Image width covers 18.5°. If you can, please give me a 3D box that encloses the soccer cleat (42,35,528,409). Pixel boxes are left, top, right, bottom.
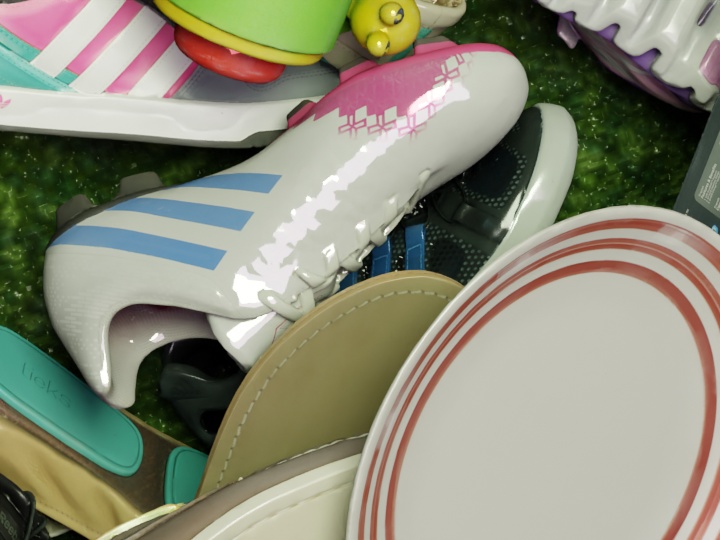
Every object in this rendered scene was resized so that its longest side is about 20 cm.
[{"bbox_3d":[-0.022,-0.012,0.813,0.200,0.086,0.070,-25,152,11],"label":"soccer cleat"}]

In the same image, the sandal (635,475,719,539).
[{"bbox_3d":[0.139,0.103,0.877,0.200,0.076,0.043,-39,81,1],"label":"sandal"}]

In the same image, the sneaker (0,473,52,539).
[{"bbox_3d":[-0.141,0.128,0.845,0.200,0.091,0.076,39,44,-9],"label":"sneaker"}]

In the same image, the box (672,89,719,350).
[{"bbox_3d":[0.206,-0.070,0.841,0.159,0.046,0.200,-7,126,-40],"label":"box"}]

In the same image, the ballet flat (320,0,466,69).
[{"bbox_3d":[-0.009,-0.174,0.828,0.069,0.069,0.200,-18,89,-10],"label":"ballet flat"}]

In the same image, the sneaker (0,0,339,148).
[{"bbox_3d":[-0.083,-0.116,0.841,0.200,0.084,0.121,2,110,-14],"label":"sneaker"}]

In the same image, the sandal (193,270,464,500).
[{"bbox_3d":[-0.028,0.074,0.834,0.078,0.070,0.212,23,110,-16],"label":"sandal"}]

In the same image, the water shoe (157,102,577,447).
[{"bbox_3d":[0.000,0.000,0.868,0.079,0.072,0.200,39,105,-18],"label":"water shoe"}]

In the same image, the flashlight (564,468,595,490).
[{"bbox_3d":[0.129,0.039,0.892,0.200,0.068,0.068,-19,107,-36],"label":"flashlight"}]

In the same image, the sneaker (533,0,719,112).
[{"bbox_3d":[0.097,-0.123,0.883,0.200,0.088,0.081,36,83,-9],"label":"sneaker"}]

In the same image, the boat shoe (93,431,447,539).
[{"bbox_3d":[-0.062,0.112,0.768,0.200,0.060,0.072,-33,126,-12],"label":"boat shoe"}]

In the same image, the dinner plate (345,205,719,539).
[{"bbox_3d":[0.071,0.070,0.786,0.200,0.024,0.200,-15,118,-31],"label":"dinner plate"}]

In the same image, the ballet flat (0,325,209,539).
[{"bbox_3d":[-0.096,0.093,0.896,0.200,0.069,0.063,37,118,-16],"label":"ballet flat"}]

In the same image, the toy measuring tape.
[{"bbox_3d":[-0.071,-0.113,0.758,0.200,0.074,0.074,19,96,-12],"label":"toy measuring tape"}]
